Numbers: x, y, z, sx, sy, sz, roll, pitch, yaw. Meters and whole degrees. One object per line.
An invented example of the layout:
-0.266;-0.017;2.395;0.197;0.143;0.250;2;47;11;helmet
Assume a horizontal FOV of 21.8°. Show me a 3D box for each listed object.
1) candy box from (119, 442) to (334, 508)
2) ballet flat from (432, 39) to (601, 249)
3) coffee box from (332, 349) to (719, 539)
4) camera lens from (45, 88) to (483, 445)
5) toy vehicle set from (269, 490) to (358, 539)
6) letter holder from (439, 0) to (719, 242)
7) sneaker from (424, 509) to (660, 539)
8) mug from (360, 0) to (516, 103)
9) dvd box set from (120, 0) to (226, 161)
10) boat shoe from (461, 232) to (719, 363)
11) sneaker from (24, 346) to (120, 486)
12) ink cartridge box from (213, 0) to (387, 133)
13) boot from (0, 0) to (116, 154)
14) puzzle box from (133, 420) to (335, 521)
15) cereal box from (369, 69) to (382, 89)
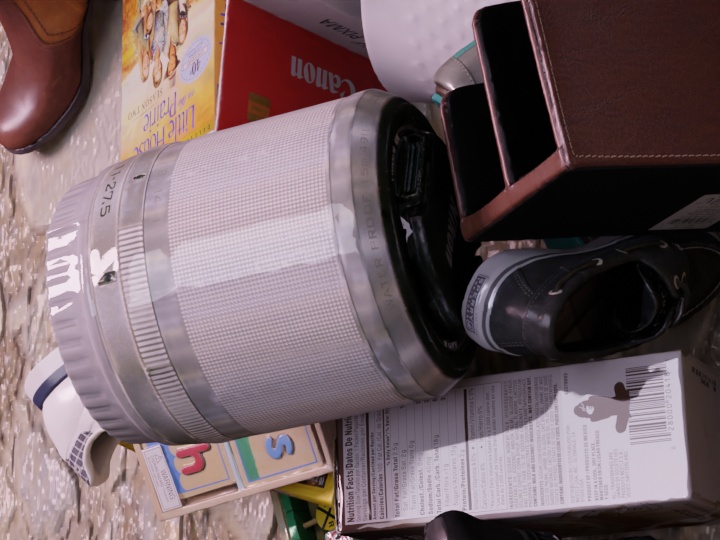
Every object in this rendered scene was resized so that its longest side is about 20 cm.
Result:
-0.068;0.082;1.182;0.199;0.026;0.103;9;74;42;candy box
0.114;-0.050;1.018;0.064;0.200;0.067;-43;31;-5;ballet flat
0.097;0.101;1.013;0.198;0.114;0.081;-9;73;25;coffee box
-0.044;0.002;0.979;0.198;0.160;0.162;-13;73;19;camera lens
0.022;0.196;1.117;0.124;0.026;0.202;-28;66;28;toy vehicle set
0.145;-0.100;0.939;0.100;0.198;0.144;-37;60;57;letter holder
0.120;0.160;0.966;0.088;0.199;0.076;-45;33;14;sneaker
0.111;-0.188;1.051;0.174;0.147;0.203;8;97;25;mug
-0.118;-0.154;1.240;0.146;0.029;0.202;-25;62;56;dvd box set
0.137;0.015;0.971;0.056;0.199;0.069;20;113;42;boat shoe
-0.120;0.052;1.183;0.200;0.076;0.081;-40;67;18;sneaker
-0.008;-0.142;1.097;0.044;0.199;0.178;-5;78;33;ink cartridge box
-0.257;-0.184;1.276;0.068;0.199;0.189;40;104;33;boot
-0.094;0.039;1.116;0.132;0.025;0.202;-19;90;26;puzzle box
-0.047;-0.121;1.206;0.143;0.039;0.203;-9;76;44;cereal box
